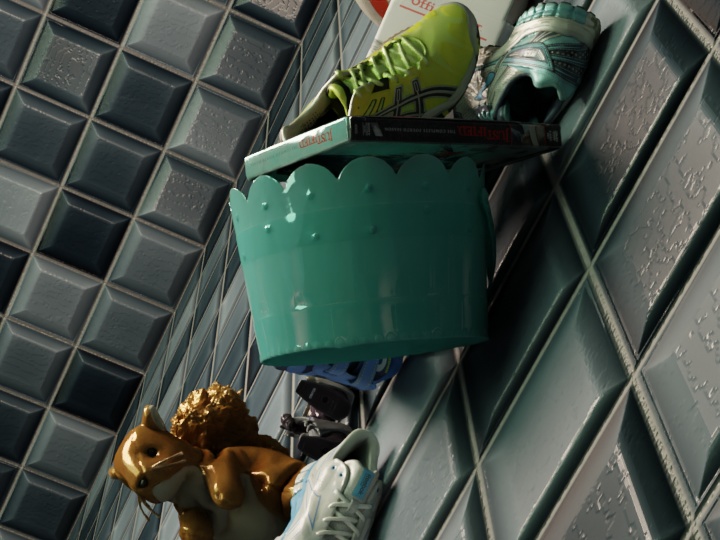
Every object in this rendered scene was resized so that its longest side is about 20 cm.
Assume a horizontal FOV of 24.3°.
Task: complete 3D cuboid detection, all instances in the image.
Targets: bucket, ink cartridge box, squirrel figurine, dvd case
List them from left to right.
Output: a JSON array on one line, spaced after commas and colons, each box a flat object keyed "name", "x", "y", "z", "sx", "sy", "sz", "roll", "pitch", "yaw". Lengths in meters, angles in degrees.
[{"name": "squirrel figurine", "x": -0.159, "y": 0.206, "z": 1.713, "sx": 0.200, "sy": 0.187, "sz": 0.142, "roll": -88, "pitch": 23, "yaw": -63}, {"name": "bucket", "x": 0.005, "y": -0.003, "z": 1.279, "sx": 0.207, "sy": 0.207, "sz": 0.135, "roll": 152, "pitch": 113, "yaw": -73}, {"name": "dvd case", "x": 0.033, "y": -0.091, "z": 1.292, "sx": 0.146, "sy": 0.200, "sz": 0.022, "roll": -15, "pitch": 80, "yaw": 54}, {"name": "ink cartridge box", "x": 0.072, "y": -0.185, "z": 1.528, "sx": 0.200, "sy": 0.116, "sz": 0.067, "roll": -65, "pitch": -25, "yaw": 4}]

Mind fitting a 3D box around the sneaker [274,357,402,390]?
[{"name": "sneaker", "x": -0.018, "y": 0.062, "z": 1.440, "sx": 0.200, "sy": 0.082, "sz": 0.074, "roll": 16, "pitch": -87, "yaw": -74}]

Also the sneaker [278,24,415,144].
[{"name": "sneaker", "x": 0.020, "y": -0.122, "z": 1.439, "sx": 0.200, "sy": 0.070, "sz": 0.109, "roll": -37, "pitch": 43, "yaw": 20}]

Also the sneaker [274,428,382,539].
[{"name": "sneaker", "x": -0.021, "y": 0.201, "z": 1.368, "sx": 0.087, "sy": 0.075, "sz": 0.200, "roll": -53, "pitch": 16, "yaw": 31}]

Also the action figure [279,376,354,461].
[{"name": "action figure", "x": -0.034, "y": 0.115, "z": 1.617, "sx": 0.200, "sy": 0.069, "sz": 0.130, "roll": -96, "pitch": 20, "yaw": -77}]

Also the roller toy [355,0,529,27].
[{"name": "roller toy", "x": 0.084, "y": -0.312, "z": 1.629, "sx": 0.182, "sy": 0.200, "sz": 0.140, "roll": 109, "pitch": 175, "yaw": -51}]

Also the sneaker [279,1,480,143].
[{"name": "sneaker", "x": 0.018, "y": -0.144, "z": 1.365, "sx": 0.200, "sy": 0.075, "sz": 0.076, "roll": -46, "pitch": -28, "yaw": 1}]

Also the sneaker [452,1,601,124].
[{"name": "sneaker", "x": 0.122, "y": -0.142, "z": 1.374, "sx": 0.200, "sy": 0.078, "sz": 0.086, "roll": 133, "pitch": 154, "yaw": -62}]
